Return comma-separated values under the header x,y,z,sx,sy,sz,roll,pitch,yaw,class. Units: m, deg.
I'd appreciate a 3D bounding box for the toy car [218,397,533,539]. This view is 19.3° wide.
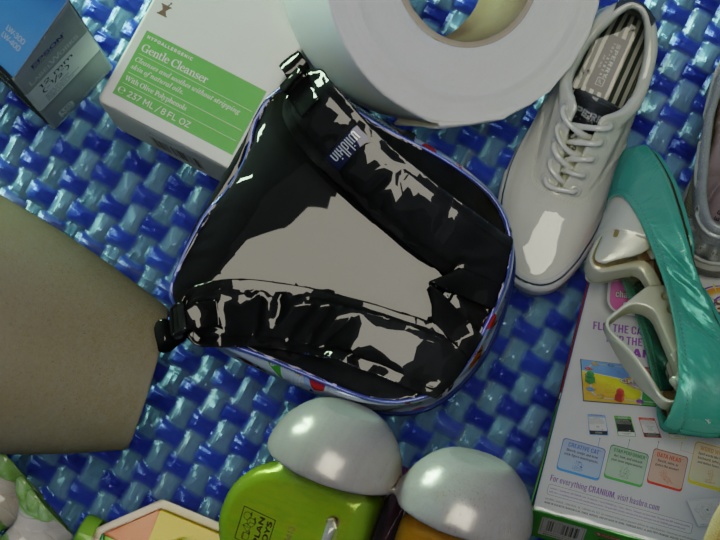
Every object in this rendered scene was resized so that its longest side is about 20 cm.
x,y,z,sx,sy,sz,roll,pitch,yaw,class
0.016,0.173,1.279,0.198,0.150,0.177,19,102,12,toy car

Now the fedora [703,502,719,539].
x,y,z,sx,sy,sz,roll,pitch,yaw,class
0.271,0.190,1.151,0.198,0.082,0.203,-1,74,4,fedora

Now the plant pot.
x,y,z,sx,sy,sz,roll,pitch,yaw,class
-0.226,0.038,1.314,0.198,0.187,0.189,17,82,-8,plant pot

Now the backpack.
x,y,z,sx,sy,sz,roll,pitch,yaw,class
0.000,0.000,1.309,0.189,0.154,0.201,27,89,15,backpack

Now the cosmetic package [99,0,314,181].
x,y,z,sx,sy,sz,roll,pitch,yaw,class
-0.073,-0.164,1.373,0.107,0.085,0.201,26,83,9,cosmetic package

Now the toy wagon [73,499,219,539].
x,y,z,sx,sy,sz,roll,pitch,yaw,class
-0.131,0.251,1.330,0.154,0.040,0.202,21,82,7,toy wagon

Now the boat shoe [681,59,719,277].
x,y,z,sx,sy,sz,roll,pitch,yaw,class
0.251,-0.093,1.341,0.074,0.065,0.203,24,67,7,boat shoe

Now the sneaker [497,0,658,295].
x,y,z,sx,sy,sz,roll,pitch,yaw,class
0.136,-0.084,1.355,0.072,0.071,0.202,18,82,6,sneaker

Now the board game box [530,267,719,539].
x,y,z,sx,sy,sz,roll,pitch,yaw,class
0.197,0.086,1.306,0.152,0.040,0.201,15,62,6,board game box

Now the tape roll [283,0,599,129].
x,y,z,sx,sy,sz,roll,pitch,yaw,class
0.052,-0.192,1.324,0.201,0.071,0.205,-3,97,-27,tape roll

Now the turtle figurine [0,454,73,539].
x,y,z,sx,sy,sz,roll,pitch,yaw,class
-0.289,0.181,1.298,0.194,0.144,0.200,-42,86,-10,turtle figurine

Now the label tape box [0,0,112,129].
x,y,z,sx,sy,sz,roll,pitch,yaw,class
-0.240,-0.179,1.325,0.143,0.200,0.066,44,87,9,label tape box

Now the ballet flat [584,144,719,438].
x,y,z,sx,sy,sz,roll,pitch,yaw,class
0.175,0.010,1.282,0.070,0.068,0.201,-9,63,-18,ballet flat
